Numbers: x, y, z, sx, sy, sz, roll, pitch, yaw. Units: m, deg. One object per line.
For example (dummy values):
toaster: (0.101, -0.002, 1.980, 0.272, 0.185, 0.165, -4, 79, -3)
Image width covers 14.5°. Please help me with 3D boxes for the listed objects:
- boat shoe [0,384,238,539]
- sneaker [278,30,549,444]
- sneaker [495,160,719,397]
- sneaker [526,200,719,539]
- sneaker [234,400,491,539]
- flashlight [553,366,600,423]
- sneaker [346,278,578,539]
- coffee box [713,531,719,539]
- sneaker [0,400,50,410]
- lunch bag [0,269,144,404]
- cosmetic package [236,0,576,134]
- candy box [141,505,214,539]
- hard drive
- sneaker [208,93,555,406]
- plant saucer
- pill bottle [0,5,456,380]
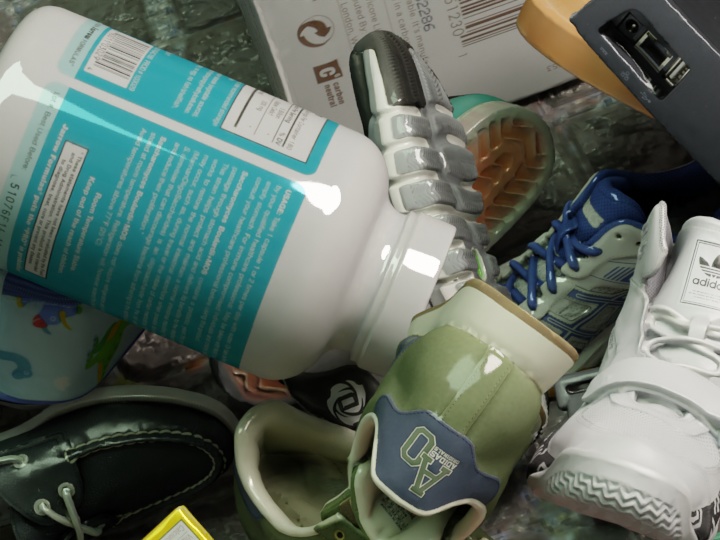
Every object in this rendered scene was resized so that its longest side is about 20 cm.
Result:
boat shoe: (-0.148, 0.104, 1.277, 0.199, 0.076, 0.060, -16, 41, 19)
sneaker: (0.000, 0.000, 1.258, 0.115, 0.075, 0.201, -24, 72, 21)
sneaker: (0.100, -0.005, 1.292, 0.199, 0.088, 0.075, -24, 45, -5)
sneaker: (0.120, 0.037, 1.097, 0.075, 0.115, 0.200, 18, 7, 10)
sneaker: (0.016, 0.120, 1.176, 0.067, 0.090, 0.200, -40, 47, -25)
flashlight: (0.189, 0.062, 1.217, 0.199, 0.068, 0.068, -15, 46, 10)
sneaker: (0.026, 0.066, 1.078, 0.067, 0.200, 0.090, 35, 78, 3)
coffee box: (0.140, 0.164, 1.094, 0.199, 0.044, 0.123, -15, 80, 2)
sneaker: (-0.223, 0.025, 1.346, 0.200, 0.076, 0.114, 20, 20, 39)
lunch bag: (-0.183, -0.029, 1.296, 0.199, 0.083, 0.161, 20, 33, 13)
cosmetic package: (0.005, -0.191, 1.456, 0.166, 0.168, 0.200, -20, 42, -2)
candy box: (-0.110, 0.198, 1.129, 0.200, 0.026, 0.102, -42, 82, -5)
hard drive: (0.192, -0.067, 1.186, 0.200, 0.042, 0.135, 45, 40, 4)
sneaker: (0.001, -0.011, 1.354, 0.200, 0.071, 0.080, -40, 27, -14)
plant saucer: (0.168, -0.088, 1.302, 0.200, 0.032, 0.200, 21, 16, -6)
pill bottle: (-0.064, -0.024, 1.178, 0.199, 0.111, 0.111, 23, 51, 1)
